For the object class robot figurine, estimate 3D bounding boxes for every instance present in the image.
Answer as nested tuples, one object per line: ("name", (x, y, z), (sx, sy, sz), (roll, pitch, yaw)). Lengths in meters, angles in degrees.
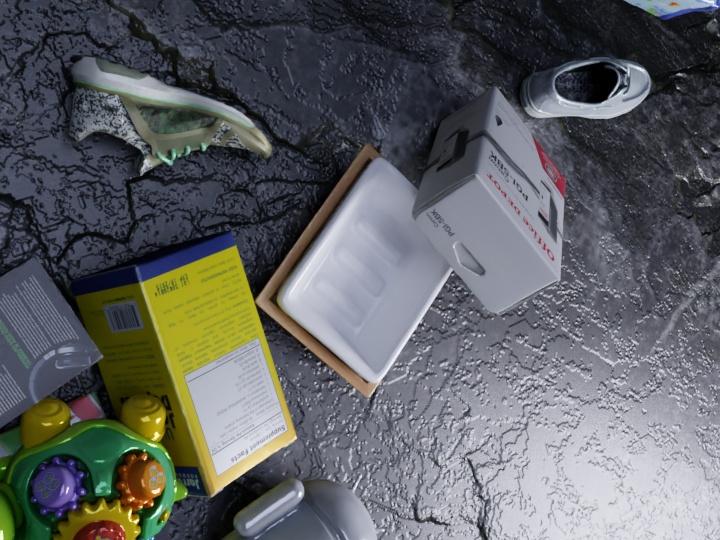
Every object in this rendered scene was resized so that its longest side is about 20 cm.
("robot figurine", (-0.064, 0.279, 0.808), (0.199, 0.112, 0.171), (-31, 123, -24))

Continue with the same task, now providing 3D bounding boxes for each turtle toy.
("turtle toy", (-0.230, 0.182, 0.652), (0.197, 0.101, 0.148), (2, 115, -25))

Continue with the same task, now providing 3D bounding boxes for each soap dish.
("soap dish", (0.000, 0.000, 0.863), (0.157, 0.081, 0.201), (41, 72, -21))

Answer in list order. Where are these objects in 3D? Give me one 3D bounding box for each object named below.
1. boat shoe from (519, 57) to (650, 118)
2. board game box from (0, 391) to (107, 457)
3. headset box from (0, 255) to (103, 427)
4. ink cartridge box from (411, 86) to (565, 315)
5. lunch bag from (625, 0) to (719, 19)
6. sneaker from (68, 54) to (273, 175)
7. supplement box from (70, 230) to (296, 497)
("boat shoe", (0.288, -0.220, 1.020), (0.198, 0.071, 0.071), (-12, 95, -27))
("board game box", (-0.302, 0.189, 0.720), (0.198, 0.030, 0.097), (-24, 88, -26))
("headset box", (-0.317, 0.084, 0.644), (0.199, 0.174, 0.093), (-37, 103, -24))
("ink cartridge box", (0.141, -0.077, 0.880), (0.147, 0.082, 0.201), (47, 33, -20))
("lunch bag", (0.364, -0.434, 1.032), (0.168, 0.127, 0.203), (11, 94, -26))
("sneaker", (-0.180, -0.128, 0.786), (0.198, 0.077, 0.090), (17, 95, -21))
("supplement box", (-0.155, 0.082, 0.750), (0.108, 0.109, 0.203), (-24, 101, -47))
